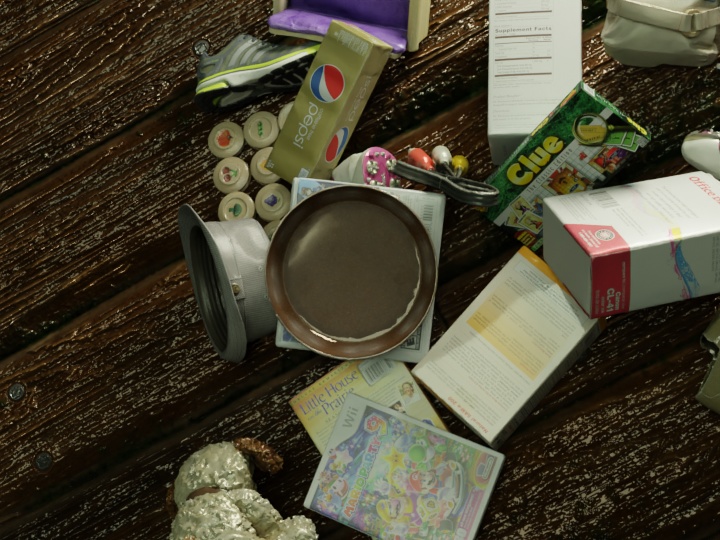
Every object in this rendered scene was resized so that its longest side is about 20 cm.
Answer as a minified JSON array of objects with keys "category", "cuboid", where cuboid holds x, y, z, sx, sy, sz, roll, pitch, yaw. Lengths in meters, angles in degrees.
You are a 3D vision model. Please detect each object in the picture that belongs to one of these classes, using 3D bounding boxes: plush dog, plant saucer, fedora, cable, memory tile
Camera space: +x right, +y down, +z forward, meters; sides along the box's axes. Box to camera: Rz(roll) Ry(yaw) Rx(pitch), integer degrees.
[{"category":"plush dog","cuboid":[-0.167,0.280,1.444,0.199,0.160,0.172,-28,48,19]},{"category":"plant saucer","cuboid":[-0.010,0.002,1.440,0.199,0.034,0.202,0,93,2]},{"category":"fedora","cuboid":[-0.148,0.007,1.513,0.090,0.177,0.201,-15,85,-20]},{"category":"cable","cuboid":[0.098,-0.115,1.450,0.097,0.200,0.051,8,99,-13]},{"category":"memory tile","cuboid":[-0.115,-0.111,1.596,0.152,0.017,0.201,-13,74,10]}]

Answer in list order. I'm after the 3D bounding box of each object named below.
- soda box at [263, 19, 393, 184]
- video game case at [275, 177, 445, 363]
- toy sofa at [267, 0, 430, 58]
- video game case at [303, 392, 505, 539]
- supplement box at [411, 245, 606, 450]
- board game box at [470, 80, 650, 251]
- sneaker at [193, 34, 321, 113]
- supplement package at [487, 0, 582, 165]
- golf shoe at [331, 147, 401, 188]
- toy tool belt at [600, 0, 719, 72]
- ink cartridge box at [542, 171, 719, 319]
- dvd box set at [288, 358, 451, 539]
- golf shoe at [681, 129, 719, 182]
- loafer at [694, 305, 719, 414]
[{"category":"soda box","cuboid":[-0.039,-0.199,1.521,0.064,0.068,0.201,32,106,17]},{"category":"video game case","cuboid":[0.000,0.000,1.468,0.181,0.023,0.201,7,92,2]},{"category":"toy sofa","cuboid":[-0.015,-0.336,1.569,0.199,0.098,0.083,15,122,17]},{"category":"video game case","cuboid":[0.050,0.243,1.437,0.199,0.018,0.144,20,84,17]},{"category":"supplement box","cuboid":[0.173,0.091,1.445,0.126,0.074,0.200,42,88,20]},{"category":"board game box","cuboid":[0.225,-0.116,1.430,0.105,0.024,0.200,34,124,-12]},{"category":"sneaker","cuboid":[-0.126,-0.272,1.610,0.199,0.074,0.081,-14,70,8]},{"category":"supplement package","cuboid":[0.210,-0.239,1.494,0.109,0.114,0.201,0,77,10]},{"category":"golf shoe","cuboid":[0.005,-0.047,1.532,0.091,0.075,0.201,-5,82,45]},{"category":"toy tool belt","cuboid":[0.385,-0.307,1.466,0.199,0.125,0.124,6,87,15]},{"category":"ink cartridge box","cuboid":[0.316,-0.031,1.369,0.199,0.086,0.148,-9,29,-9]},{"category":"dvd box set","cuboid":[0.025,0.197,1.478,0.146,0.029,0.200,-36,72,4]},{"category":"golf shoe","cuboid":[0.449,-0.089,1.422,0.199,0.073,0.092,32,87,18]},{"category":"loafer","cuboid":[0.416,0.067,1.390,0.067,0.076,0.201,9,79,9]}]
